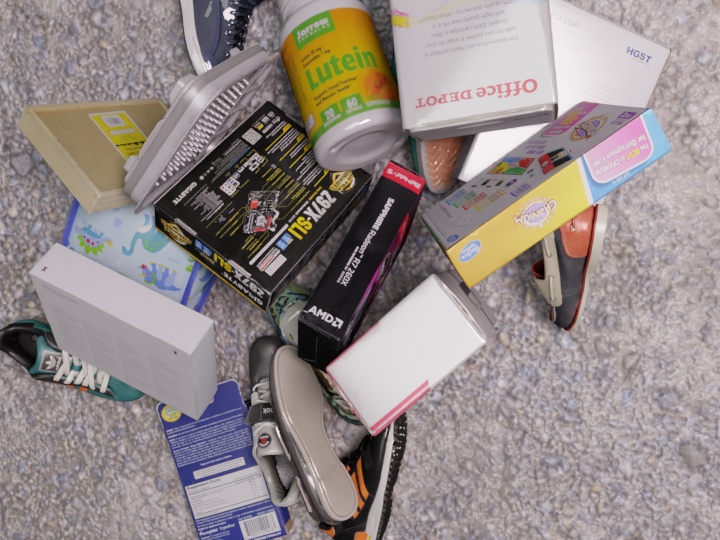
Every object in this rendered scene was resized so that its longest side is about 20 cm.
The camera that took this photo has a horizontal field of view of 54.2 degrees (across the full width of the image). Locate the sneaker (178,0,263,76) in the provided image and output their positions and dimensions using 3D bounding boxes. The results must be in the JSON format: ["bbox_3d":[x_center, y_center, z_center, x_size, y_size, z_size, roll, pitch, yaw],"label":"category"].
[{"bbox_3d":[-0.132,-0.297,0.814,0.143,0.077,0.207,-12,94,11],"label":"sneaker"}]

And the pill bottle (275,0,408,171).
[{"bbox_3d":[-0.026,-0.223,0.769,0.109,0.111,0.204,-22,76,12],"label":"pill bottle"}]

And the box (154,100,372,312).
[{"bbox_3d":[-0.104,-0.078,0.779,0.159,0.050,0.201,36,59,5],"label":"box"}]

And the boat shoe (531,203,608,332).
[{"bbox_3d":[0.207,-0.003,0.720,0.061,0.201,0.072,7,60,14],"label":"boat shoe"}]

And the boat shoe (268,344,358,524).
[{"bbox_3d":[-0.066,0.188,0.790,0.057,0.066,0.204,-28,80,42],"label":"boat shoe"}]

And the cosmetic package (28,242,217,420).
[{"bbox_3d":[-0.255,0.071,0.779,0.197,0.152,0.052,25,55,8],"label":"cosmetic package"}]

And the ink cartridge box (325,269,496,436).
[{"bbox_3d":[0.062,0.076,0.738,0.145,0.200,0.085,-41,81,11],"label":"ink cartridge box"}]

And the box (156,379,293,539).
[{"bbox_3d":[-0.171,0.244,0.882,0.119,0.032,0.204,-18,92,12],"label":"box"}]

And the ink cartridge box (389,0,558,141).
[{"bbox_3d":[0.105,-0.235,0.662,0.142,0.087,0.205,-6,89,17],"label":"ink cartridge box"}]

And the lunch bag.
[{"bbox_3d":[-0.265,-0.003,0.844,0.168,0.128,0.202,29,114,2],"label":"lunch bag"}]

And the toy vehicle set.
[{"bbox_3d":[-0.260,-0.135,0.788,0.125,0.199,0.027,49,120,7],"label":"toy vehicle set"}]

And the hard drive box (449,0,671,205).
[{"bbox_3d":[0.204,-0.162,0.740,0.153,0.077,0.203,22,99,-3],"label":"hard drive box"}]

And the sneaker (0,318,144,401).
[{"bbox_3d":[-0.361,0.117,0.878,0.196,0.080,0.073,18,95,8],"label":"sneaker"}]

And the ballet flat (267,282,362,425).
[{"bbox_3d":[-0.042,0.093,0.826,0.074,0.074,0.201,-40,87,11],"label":"ballet flat"}]

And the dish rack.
[{"bbox_3d":[-0.168,-0.157,0.727,0.043,0.201,0.172,40,120,-10],"label":"dish rack"}]

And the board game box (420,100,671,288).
[{"bbox_3d":[0.155,-0.076,0.638,0.198,0.153,0.041,-35,104,7],"label":"board game box"}]

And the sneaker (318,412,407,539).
[{"bbox_3d":[-0.004,0.240,0.816,0.088,0.070,0.204,15,112,14],"label":"sneaker"}]

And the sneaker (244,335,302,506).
[{"bbox_3d":[-0.097,0.180,0.836,0.073,0.088,0.204,-14,90,13],"label":"sneaker"}]

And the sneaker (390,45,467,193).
[{"bbox_3d":[0.074,-0.191,0.789,0.070,0.080,0.204,-14,111,-25],"label":"sneaker"}]

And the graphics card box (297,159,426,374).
[{"bbox_3d":[0.000,0.000,0.741,0.050,0.126,0.202,28,66,7],"label":"graphics card box"}]
